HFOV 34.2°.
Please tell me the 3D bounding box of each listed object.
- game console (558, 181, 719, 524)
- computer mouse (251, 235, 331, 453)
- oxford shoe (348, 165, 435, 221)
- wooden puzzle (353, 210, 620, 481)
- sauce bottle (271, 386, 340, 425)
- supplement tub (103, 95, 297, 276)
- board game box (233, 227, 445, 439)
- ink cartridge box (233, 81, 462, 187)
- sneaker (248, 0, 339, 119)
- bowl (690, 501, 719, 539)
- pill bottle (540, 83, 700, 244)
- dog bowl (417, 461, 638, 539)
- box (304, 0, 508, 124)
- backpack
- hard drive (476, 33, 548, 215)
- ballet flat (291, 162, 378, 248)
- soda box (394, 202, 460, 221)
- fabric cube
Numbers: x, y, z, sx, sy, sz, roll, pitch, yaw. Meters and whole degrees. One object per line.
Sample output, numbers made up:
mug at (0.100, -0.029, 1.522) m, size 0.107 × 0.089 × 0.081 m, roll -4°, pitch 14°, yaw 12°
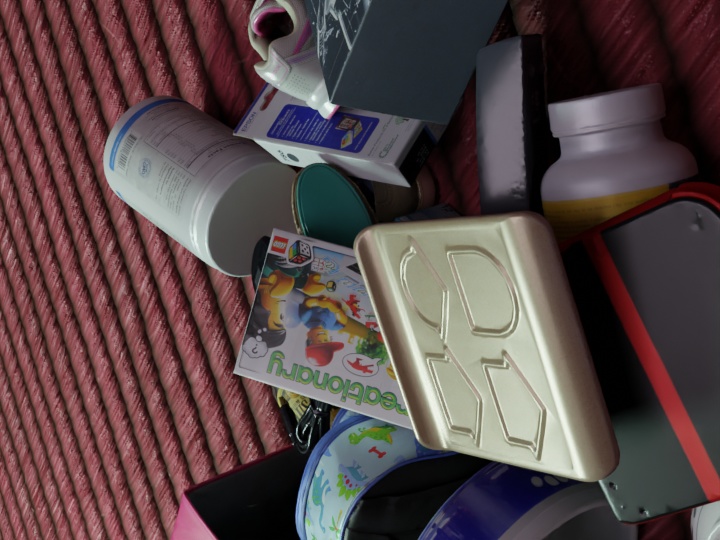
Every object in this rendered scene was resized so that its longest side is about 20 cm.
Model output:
game console at (0.203, 0.058, 0.771) m, size 0.177 × 0.031 × 0.200 m, roll -28°, pitch 85°, yaw 41°
computer mouse at (-0.055, 0.069, 1.089) m, size 0.200 × 0.046 × 0.141 m, roll -120°, pitch 33°, yaw -42°
oxford shoe at (-0.019, -0.112, 1.088) m, size 0.200 × 0.074 × 0.071 m, roll 38°, pitch 130°, yaw 36°
wooden puzzle at (0.090, 0.047, 0.824) m, size 0.200 × 0.046 × 0.186 m, roll -3°, pitch 108°, yaw 56°
sauce bottle at (-0.054, 0.134, 1.224) m, size 0.200 × 0.066 × 0.066 m, roll 48°, pitch 135°, yaw 26°
supplement tub at (-0.166, -0.092, 1.225) m, size 0.200 × 0.132 × 0.132 m, roll 34°, pitch 127°, yaw 37°
board game box at (0.007, 0.051, 0.952) m, size 0.200 × 0.035 × 0.126 m, roll 15°, pitch 89°, yaw 17°
ink cartridge box at (-0.014, -0.136, 1.044) m, size 0.200 × 0.100 × 0.039 m, roll 17°, pitch 158°, yaw 40°
sneaker at (-0.052, -0.229, 1.032) m, size 0.081 × 0.088 × 0.200 m, roll -47°, pitch 35°, yaw 38°
bowl at (0.299, 0.194, 0.804) m, size 0.201 × 0.094 × 0.201 m, roll 22°, pitch 120°, yaw 44°
pill bottle at (0.190, -0.027, 0.839) m, size 0.112 × 0.112 × 0.200 m, roll -2°, pitch 102°, yaw 50°
dog bowl at (0.127, 0.243, 0.940) m, size 0.079 × 0.200 × 0.200 m, roll 38°, pitch 130°, yaw 40°
box at (0.039, -0.250, 0.892) m, size 0.182 × 0.104 × 0.200 m, roll -105°, pitch 30°, yaw -44°
backpack at (0.044, 0.189, 1.019) m, size 0.147 × 0.200 × 0.183 m, roll 44°, pitch 135°, yaw 47°
hard drive at (0.119, -0.077, 0.890) m, size 0.042 × 0.135 × 0.200 m, roll -1°, pitch 101°, yaw 16°
ballet flat at (0.000, 0.000, 1.013) m, size 0.200 × 0.070 × 0.065 m, roll 63°, pitch 178°, yaw 13°
soda box at (0.106, 0.027, 0.997) m, size 0.200 × 0.064 × 0.068 m, roll 42°, pitch 133°, yaw 31°
fabric cube at (-0.072, 0.325, 1.210) m, size 0.200 × 0.196 × 0.200 m, roll 46°, pitch 133°, yaw 29°
